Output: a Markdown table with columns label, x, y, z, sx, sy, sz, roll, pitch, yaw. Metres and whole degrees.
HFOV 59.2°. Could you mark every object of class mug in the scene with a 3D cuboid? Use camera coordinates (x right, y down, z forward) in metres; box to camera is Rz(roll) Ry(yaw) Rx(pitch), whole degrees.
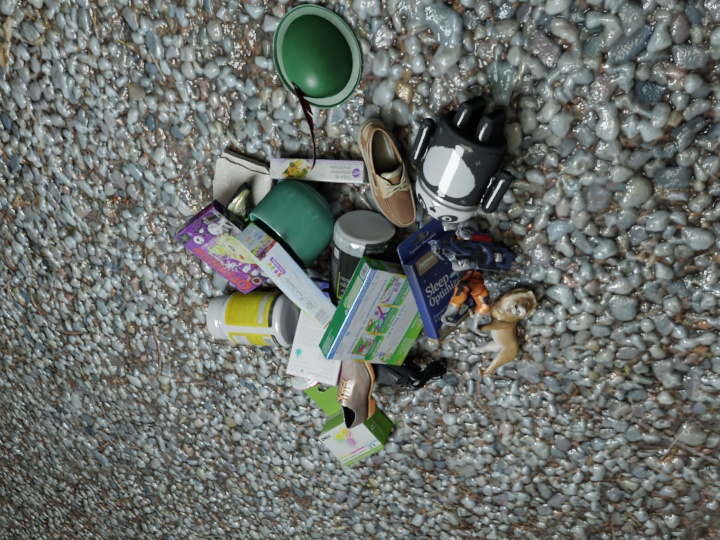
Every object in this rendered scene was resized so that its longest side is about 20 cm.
| label | x | y | z | sx | sy | sz | roll | pitch | yaw |
| --- | --- | --- | --- | --- | --- | --- | --- | --- | --- |
| mug | -0.123 | -0.094 | 1.219 | 0.152 | 0.115 | 0.185 | 42 | 169 | -4 |

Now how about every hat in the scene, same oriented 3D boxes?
| label | x | y | z | sx | sy | sz | roll | pitch | yaw |
| --- | --- | --- | --- | --- | --- | --- | --- | --- | --- |
| hat | -0.094 | -0.317 | 1.034 | 0.198 | 0.177 | 0.167 | 35 | 128 | 0 |

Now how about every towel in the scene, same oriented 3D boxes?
| label | x | y | z | sx | sy | sz | roll | pitch | yaw |
| --- | --- | --- | --- | --- | --- | --- | --- | --- | --- |
| towel | -0.241 | -0.138 | 1.303 | 0.129 | 0.035 | 0.205 | 20 | 126 | 13 |

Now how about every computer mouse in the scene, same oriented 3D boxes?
| label | x | y | z | sx | sy | sz | roll | pitch | yaw |
| --- | --- | --- | --- | --- | --- | --- | --- | --- | --- |
| computer mouse | 0.073 | 0.200 | 1.330 | 0.195 | 0.137 | 0.055 | 0 | 100 | 39 |

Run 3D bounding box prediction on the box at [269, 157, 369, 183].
| label | x | y | z | sx | sy | sz | roll | pitch | yaw |
| --- | --- | --- | --- | --- | --- | --- | --- | --- | --- |
| box | -0.078 | -0.187 | 1.188 | 0.194 | 0.041 | 0.040 | 6 | 97 | 20 |

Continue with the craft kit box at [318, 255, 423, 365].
| label | x | y | z | sx | sy | sz | roll | pitch | yaw |
| --- | --- | --- | --- | --- | --- | --- | --- | --- | --- |
| craft kit box | 0.043 | 0.083 | 1.197 | 0.193 | 0.049 | 0.204 | 13 | 115 | -36 |

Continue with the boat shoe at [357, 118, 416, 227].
| label | x | y | z | sx | sy | sz | roll | pitch | yaw |
| --- | --- | --- | --- | --- | --- | --- | --- | --- | --- |
| boat shoe | 0.050 | -0.164 | 1.115 | 0.074 | 0.072 | 0.204 | -28 | 110 | -2 |

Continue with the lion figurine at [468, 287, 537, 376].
| label | x | y | z | sx | sy | sz | roll | pitch | yaw |
| --- | --- | --- | --- | --- | --- | --- | --- | --- | --- |
| lion figurine | 0.273 | 0.119 | 1.212 | 0.118 | 0.074 | 0.204 | -12 | 133 | -1 |

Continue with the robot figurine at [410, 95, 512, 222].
| label | x | y | z | sx | sy | sz | roll | pitch | yaw |
| --- | --- | --- | --- | --- | --- | --- | --- | --- | --- |
| robot figurine | 0.164 | -0.176 | 1.036 | 0.121 | 0.153 | 0.203 | 4 | 130 | -22 |

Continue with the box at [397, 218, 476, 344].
| label | x | y | z | sx | sy | sz | roll | pitch | yaw |
| --- | --- | --- | --- | --- | --- | --- | --- | --- | --- |
| box | 0.144 | 0.017 | 1.171 | 0.032 | 0.120 | 0.205 | 9 | 128 | 52 |

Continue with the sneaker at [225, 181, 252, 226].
| label | x | y | z | sx | sy | sz | roll | pitch | yaw |
| --- | --- | --- | --- | --- | --- | --- | --- | --- | --- |
| sneaker | -0.230 | -0.091 | 1.273 | 0.086 | 0.078 | 0.202 | 21 | 135 | -5 |

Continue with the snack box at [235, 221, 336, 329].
| label | x | y | z | sx | sy | sz | roll | pitch | yaw |
| --- | --- | --- | --- | --- | --- | --- | --- | --- | --- |
| snack box | -0.139 | 0.010 | 1.206 | 0.201 | 0.053 | 0.141 | 51 | 169 | -33 |

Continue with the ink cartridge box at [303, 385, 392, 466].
| label | x | y | z | sx | sy | sz | roll | pitch | yaw |
| --- | --- | --- | --- | --- | --- | --- | --- | --- | --- |
| ink cartridge box | -0.044 | 0.343 | 1.484 | 0.200 | 0.076 | 0.147 | 47 | 127 | -10 |

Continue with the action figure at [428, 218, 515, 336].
| label | x | y | z | sx | sy | sz | roll | pitch | yaw |
| --- | --- | --- | --- | --- | --- | --- | --- | --- | --- |
| action figure | 0.174 | 0.002 | 1.121 | 0.195 | 0.200 | 0.104 | 15 | 168 | -31 |

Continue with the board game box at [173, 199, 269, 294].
| label | x | y | z | sx | sy | sz | roll | pitch | yaw |
| --- | --- | --- | --- | --- | --- | --- | --- | --- | --- |
| board game box | -0.256 | -0.042 | 1.258 | 0.118 | 0.033 | 0.199 | -27 | 129 | 28 |

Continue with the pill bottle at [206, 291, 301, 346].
| label | x | y | z | sx | sy | sz | roll | pitch | yaw |
| --- | --- | --- | --- | --- | --- | --- | --- | --- | --- |
| pill bottle | -0.235 | 0.105 | 1.401 | 0.194 | 0.115 | 0.117 | 1 | 121 | 24 |

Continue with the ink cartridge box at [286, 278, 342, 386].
| label | x | y | z | sx | sy | sz | roll | pitch | yaw |
| --- | --- | --- | --- | --- | --- | --- | --- | --- | --- |
| ink cartridge box | -0.077 | 0.130 | 1.341 | 0.116 | 0.042 | 0.207 | 11 | 85 | 19 |

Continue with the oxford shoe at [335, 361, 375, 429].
| label | x | y | z | sx | sy | sz | roll | pitch | yaw |
| --- | --- | --- | --- | --- | --- | --- | --- | --- | --- |
| oxford shoe | -0.015 | 0.240 | 1.303 | 0.070 | 0.072 | 0.206 | 18 | 129 | 41 |

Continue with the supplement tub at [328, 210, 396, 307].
| label | x | y | z | sx | sy | sz | roll | pitch | yaw |
| --- | --- | --- | --- | --- | --- | --- | --- | --- | --- |
| supplement tub | 0.000 | 0.000 | 1.223 | 0.119 | 0.123 | 0.205 | 17 | 125 | 13 |

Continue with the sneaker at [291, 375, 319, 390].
| label | x | y | z | sx | sy | sz | roll | pitch | yaw |
| --- | --- | --- | --- | --- | --- | --- | --- | --- | --- |
| sneaker | -0.091 | 0.204 | 1.421 | 0.198 | 0.080 | 0.090 | -32 | 77 | 38 |
